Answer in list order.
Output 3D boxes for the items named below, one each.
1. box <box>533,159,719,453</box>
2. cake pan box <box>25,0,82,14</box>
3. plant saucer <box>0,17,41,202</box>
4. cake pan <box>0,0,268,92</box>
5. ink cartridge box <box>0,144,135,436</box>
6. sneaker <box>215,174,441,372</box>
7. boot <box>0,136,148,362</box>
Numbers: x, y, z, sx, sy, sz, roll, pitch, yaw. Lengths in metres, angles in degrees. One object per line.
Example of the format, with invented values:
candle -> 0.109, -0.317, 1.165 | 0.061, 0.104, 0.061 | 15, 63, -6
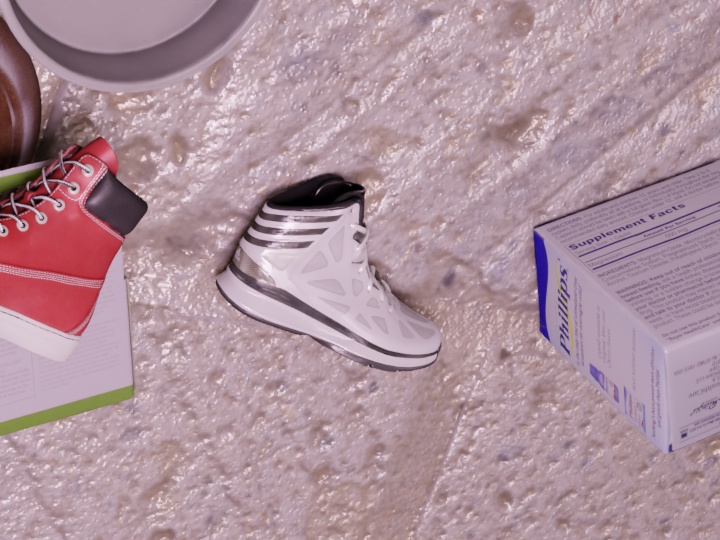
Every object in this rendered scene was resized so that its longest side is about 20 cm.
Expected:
box -> 0.262, 0.024, 1.671 | 0.183, 0.200, 0.106 | -20, 126, -18
cake pan box -> -0.149, -0.277, 1.368 | 0.199, 0.052, 0.186 | -20, 123, -18
plant saucer -> -0.302, -0.090, 1.404 | 0.199, 0.032, 0.202 | -14, 122, -23
cake pan -> -0.143, -0.212, 1.354 | 0.199, 0.037, 0.202 | -13, 123, -21
ink cartridge box -> -0.239, 0.006, 1.459 | 0.147, 0.076, 0.202 | -15, 123, -25
sneaker -> 0.000, 0.000, 1.592 | 0.199, 0.076, 0.116 | 20, 108, -33
boot -> -0.230, -0.036, 1.351 | 0.199, 0.072, 0.145 | 23, 100, -46
